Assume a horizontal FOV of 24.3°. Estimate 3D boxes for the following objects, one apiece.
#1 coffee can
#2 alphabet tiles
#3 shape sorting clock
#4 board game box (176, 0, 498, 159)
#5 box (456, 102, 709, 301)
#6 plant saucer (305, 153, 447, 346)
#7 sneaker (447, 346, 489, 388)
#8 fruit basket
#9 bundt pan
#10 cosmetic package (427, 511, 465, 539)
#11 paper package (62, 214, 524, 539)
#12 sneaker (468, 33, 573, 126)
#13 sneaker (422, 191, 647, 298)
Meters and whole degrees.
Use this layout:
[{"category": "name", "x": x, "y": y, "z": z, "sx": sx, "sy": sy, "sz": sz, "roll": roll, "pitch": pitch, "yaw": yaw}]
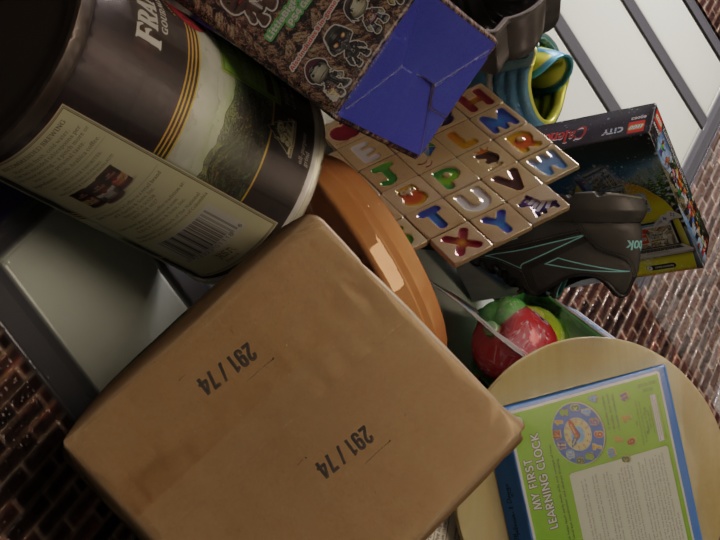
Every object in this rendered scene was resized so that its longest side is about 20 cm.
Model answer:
[{"category": "coffee can", "x": -0.141, "y": -0.094, "z": 1.028, "sx": 0.200, "sy": 0.146, "sz": 0.147, "roll": 29, "pitch": 49, "yaw": -40}, {"category": "alphabet tiles", "x": 0.057, "y": -0.076, "z": 1.239, "sx": 0.200, "sy": 0.166, "sz": 0.006, "roll": 46, "pitch": -24, "yaw": 43}, {"category": "shape sorting clock", "x": 0.156, "y": 0.145, "z": 1.128, "sx": 0.199, "sy": 0.039, "sz": 0.201, "roll": 1, "pitch": 88, "yaw": -20}, {"category": "board game box", "x": -0.035, "y": -0.176, "z": 1.066, "sx": 0.200, "sy": 0.097, "sz": 0.159, "roll": 38, "pitch": 8, "yaw": 21}, {"category": "box", "x": 0.155, "y": -0.049, "z": 1.304, "sx": 0.137, "sy": 0.199, "sz": 0.038, "roll": 61, "pitch": 33, "yaw": -33}, {"category": "plant saucer", "x": 0.000, "y": 0.000, "z": 1.125, "sx": 0.037, "sy": 0.200, "sz": 0.201, "roll": -30, "pitch": 96, "yaw": -15}, {"category": "sneaker", "x": 0.095, "y": 0.126, "z": 1.257, "sx": 0.200, "sy": 0.077, "sz": 0.078, "roll": 58, "pitch": 38, "yaw": -8}, {"category": "fruit basket", "x": 0.140, "y": 0.062, "z": 1.271, "sx": 0.185, "sy": 0.094, "sz": 0.200, "roll": 38, "pitch": -1, "yaw": 34}, {"category": "bundt pan", "x": 0.075, "y": -0.230, "z": 1.359, "sx": 0.076, "sy": 0.201, "sz": 0.202, "roll": 73, "pitch": 19, "yaw": -51}, {"category": "cosmetic package", "x": 0.095, "y": 0.168, "z": 1.165, "sx": 0.199, "sy": 0.071, "sz": 0.106, "roll": 18, "pitch": 74, "yaw": -22}, {"category": "paper package", "x": -0.042, "y": 0.098, "z": 0.968, "sx": 0.200, "sy": 0.103, "sz": 0.191, "roll": -44, "pitch": 90, "yaw": -14}, {"category": "sneaker", "x": 0.113, "y": -0.191, "z": 1.416, "sx": 0.079, "sy": 0.130, "sz": 0.201, "roll": -2, "pitch": 70, "yaw": -51}, {"category": "sneaker", "x": 0.113, "y": -0.018, "z": 1.248, "sx": 0.075, "sy": 0.199, "sz": 0.080, "roll": -9, "pitch": 98, "yaw": -66}]
